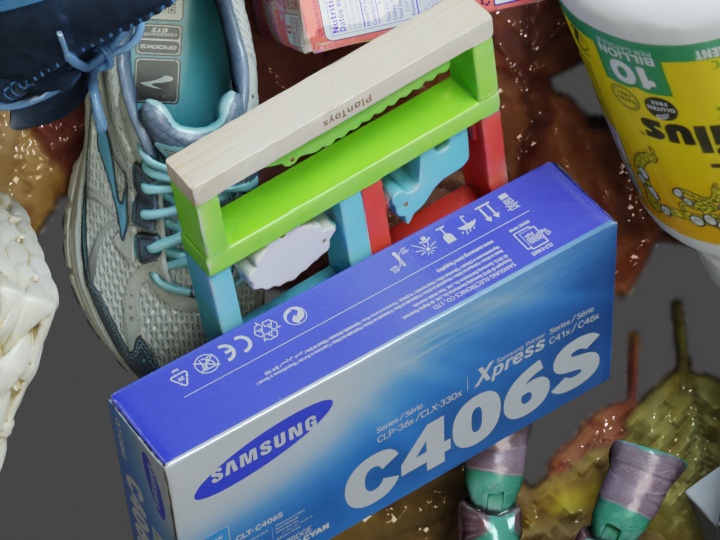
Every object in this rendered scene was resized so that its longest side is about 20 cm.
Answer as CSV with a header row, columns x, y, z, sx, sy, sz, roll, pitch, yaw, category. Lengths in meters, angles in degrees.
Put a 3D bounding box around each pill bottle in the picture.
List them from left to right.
x,y,z,sx,sy,sz,roll,pitch,yaw,category
0.146,-0.075,0.979,0.113,0.113,0.200,-37,140,-7,pill bottle

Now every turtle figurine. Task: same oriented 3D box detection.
x,y,z,sx,sy,sz,roll,pitch,yaw,category
0.061,0.160,1.040,0.150,0.101,0.200,17,87,-22,turtle figurine

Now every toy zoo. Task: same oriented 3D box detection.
x,y,z,sx,sy,sz,roll,pitch,yaw,category
0.000,0.000,0.978,0.131,0.020,0.200,-31,142,-17,toy zoo

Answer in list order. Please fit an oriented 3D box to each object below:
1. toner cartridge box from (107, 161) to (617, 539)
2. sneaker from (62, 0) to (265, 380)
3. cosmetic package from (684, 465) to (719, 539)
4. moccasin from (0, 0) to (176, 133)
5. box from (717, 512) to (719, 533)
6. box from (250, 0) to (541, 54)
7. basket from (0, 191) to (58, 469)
x,y,z,sx,sy,sz,roll,pitch,yaw,category
0.005,0.044,0.971,0.200,0.043,0.095,-28,141,-20,toner cartridge box
-0.073,-0.040,0.970,0.077,0.086,0.200,-10,102,-14,sneaker
0.238,0.073,1.080,0.200,0.051,0.083,-35,136,-7,cosmetic package
-0.117,-0.087,0.911,0.068,0.200,0.081,51,55,-25,moccasin
0.255,0.056,1.004,0.044,0.200,0.160,65,39,-52,box
-0.004,-0.190,0.959,0.102,0.095,0.200,-15,103,-13,box
-0.199,0.054,0.913,0.123,0.136,0.200,17,105,-20,basket
